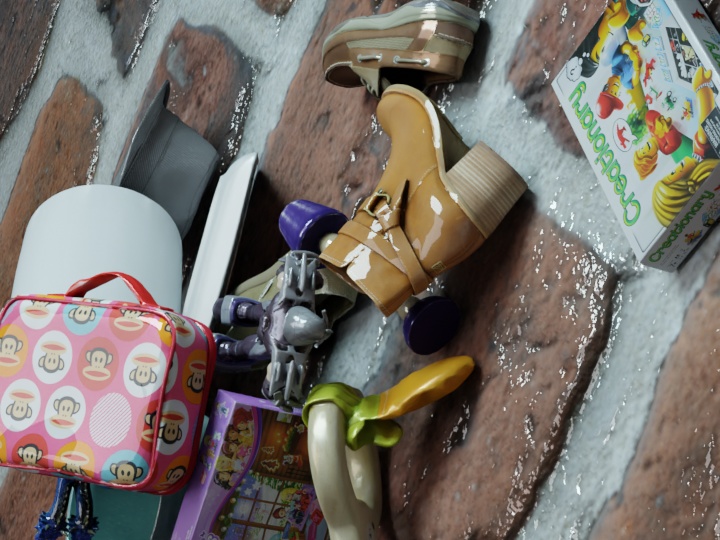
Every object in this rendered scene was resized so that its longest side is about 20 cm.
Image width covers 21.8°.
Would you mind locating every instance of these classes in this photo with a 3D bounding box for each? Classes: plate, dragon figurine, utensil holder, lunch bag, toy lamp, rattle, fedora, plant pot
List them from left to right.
[{"bbox_3d":[-0.233,0.155,1.637,0.200,0.059,0.099,-59,33,28],"label":"dragon figurine"},{"bbox_3d":[-0.220,0.087,1.546,0.200,0.082,0.176,8,86,31],"label":"lunch bag"},{"bbox_3d":[-0.251,0.039,1.781,0.170,0.170,0.200,-53,24,34],"label":"utensil holder"},{"bbox_3d":[-0.204,-0.086,1.909,0.200,0.090,0.177,-59,7,31],"label":"fedora"},{"bbox_3d":[-0.164,0.216,1.686,0.200,0.134,0.200,-34,49,50],"label":"plant pot"},{"bbox_3d":[-0.135,-0.013,1.762,0.200,0.032,0.200,177,108,-87],"label":"plate"},{"bbox_3d":[0.000,0.000,1.536,0.200,0.058,0.058,40,112,44],"label":"toy lamp"},{"bbox_3d":[0.033,0.181,1.472,0.130,0.143,0.200,92,168,-78],"label":"rattle"}]

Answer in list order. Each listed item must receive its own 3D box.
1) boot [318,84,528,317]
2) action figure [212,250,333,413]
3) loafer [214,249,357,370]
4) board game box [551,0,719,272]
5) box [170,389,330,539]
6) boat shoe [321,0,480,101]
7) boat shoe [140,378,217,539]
[{"bbox_3d":[0.025,-0.059,1.492,0.155,0.074,0.200,-44,36,-1],"label":"boot"},{"bbox_3d":[-0.070,0.047,1.518,0.200,0.069,0.130,-6,65,63],"label":"action figure"},{"bbox_3d":[-0.067,0.038,1.661,0.200,0.076,0.067,-46,34,41],"label":"loafer"},{"bbox_3d":[0.208,-0.112,1.299,0.126,0.035,0.200,-56,35,31],"label":"board game box"},{"bbox_3d":[-0.081,0.208,1.546,0.039,0.137,0.200,28,102,60],"label":"box"},{"bbox_3d":[0.026,-0.179,1.605,0.200,0.076,0.072,-12,69,59],"label":"boat shoe"},{"bbox_3d":[-0.187,0.187,1.814,0.076,0.072,0.200,157,125,-73],"label":"boat shoe"}]
